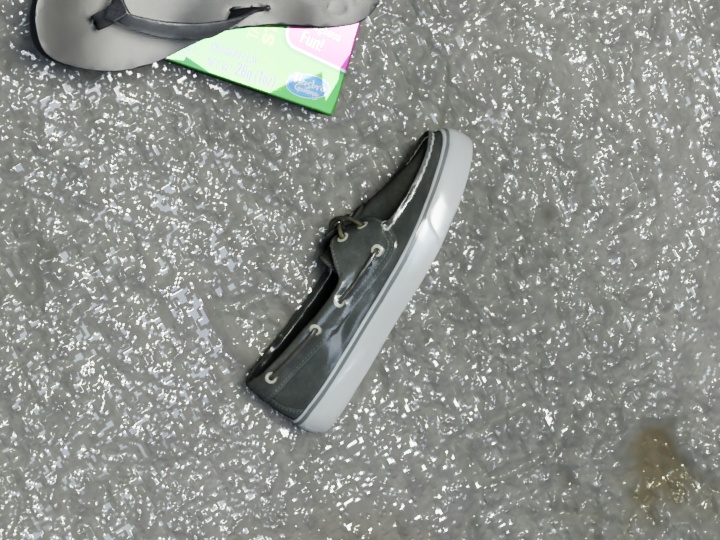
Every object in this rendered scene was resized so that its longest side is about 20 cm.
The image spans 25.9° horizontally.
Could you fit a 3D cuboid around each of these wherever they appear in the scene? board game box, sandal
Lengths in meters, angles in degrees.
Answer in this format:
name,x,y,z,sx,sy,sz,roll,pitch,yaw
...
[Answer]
name,x,y,z,sx,sy,sz,roll,pitch,yaw
board game box,-0.058,-0.208,0.894,0.151,0.040,0.202,16,94,-16
sandal,-0.083,-0.157,0.851,0.198,0.043,0.077,-13,101,-12

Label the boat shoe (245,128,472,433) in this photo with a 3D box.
name,x,y,z,sx,sy,sz,roll,pitch,yaw
boat shoe,0.000,0.000,0.925,0.056,0.069,0.201,28,93,-15
